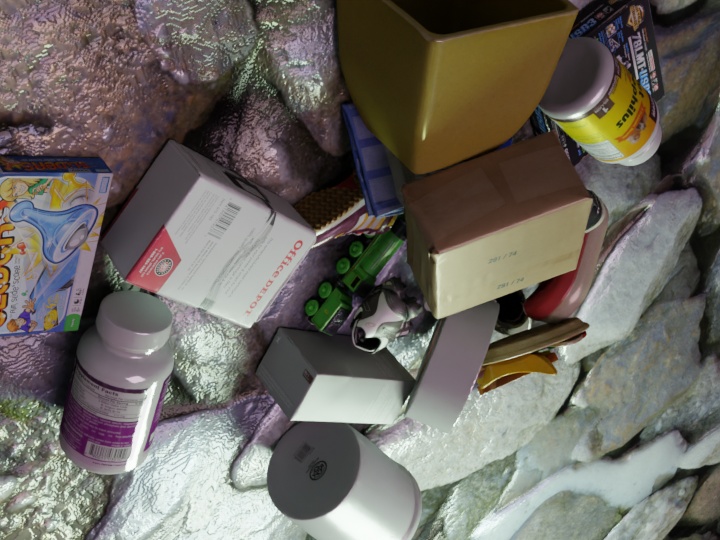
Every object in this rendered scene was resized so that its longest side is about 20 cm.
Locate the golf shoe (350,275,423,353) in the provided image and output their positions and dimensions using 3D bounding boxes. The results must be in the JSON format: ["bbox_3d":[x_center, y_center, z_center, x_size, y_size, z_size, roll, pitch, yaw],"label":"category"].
[{"bbox_3d":[0.021,0.066,1.400,0.094,0.078,0.200,-39,170,-11],"label":"golf shoe"}]

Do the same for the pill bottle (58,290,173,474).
[{"bbox_3d":[-0.279,0.128,1.216,0.112,0.112,0.201,-3,125,-38],"label":"pill bottle"}]

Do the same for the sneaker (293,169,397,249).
[{"bbox_3d":[-0.008,-0.067,1.306,0.199,0.075,0.090,-34,134,-11],"label":"sneaker"}]

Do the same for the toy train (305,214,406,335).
[{"bbox_3d":[0.000,0.000,1.382,0.200,0.056,0.042,-52,139,10],"label":"toy train"}]

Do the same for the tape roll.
[{"bbox_3d":[0.130,0.126,1.497,0.202,0.070,0.204,22,90,-87],"label":"tape roll"}]

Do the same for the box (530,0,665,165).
[{"bbox_3d":[0.318,-0.260,1.433,0.198,0.050,0.200,-39,139,-7],"label":"box"}]

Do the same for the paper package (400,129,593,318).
[{"bbox_3d":[0.156,-0.049,1.242,0.198,0.104,0.191,-21,153,-6],"label":"paper package"}]

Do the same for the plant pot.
[{"bbox_3d":[0.091,-0.226,1.164,0.193,0.196,0.201,-18,135,-27],"label":"plant pot"}]

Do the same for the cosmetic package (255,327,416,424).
[{"bbox_3d":[-0.032,0.147,1.443,0.199,0.107,0.091,8,118,-41],"label":"cosmetic package"}]

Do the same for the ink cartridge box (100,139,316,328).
[{"bbox_3d":[-0.168,-0.036,1.191,0.146,0.083,0.199,-53,140,9],"label":"ink cartridge box"}]

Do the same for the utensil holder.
[{"bbox_3d":[-0.023,0.327,1.555,0.170,0.170,0.200,-43,139,-1],"label":"utensil holder"}]

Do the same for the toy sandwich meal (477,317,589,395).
[{"bbox_3d":[0.253,0.130,1.564,0.203,0.071,0.205,-19,179,0],"label":"toy sandwich meal"}]

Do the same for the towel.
[{"bbox_3d":[0.080,-0.149,1.280,0.199,0.024,0.148,-14,89,-28],"label":"towel"}]

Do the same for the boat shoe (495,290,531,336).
[{"bbox_3d":[0.224,0.056,1.614,0.072,0.060,0.200,-42,140,-3],"label":"boat shoe"}]

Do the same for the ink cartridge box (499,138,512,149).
[{"bbox_3d":[0.142,-0.083,1.356,0.098,0.039,0.202,6,95,-9],"label":"ink cartridge box"}]

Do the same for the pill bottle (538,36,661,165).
[{"bbox_3d":[0.314,-0.209,1.354,0.199,0.109,0.110,27,104,-47],"label":"pill bottle"}]

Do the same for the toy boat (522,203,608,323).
[{"bbox_3d":[0.279,-0.025,1.553,0.131,0.130,0.202,95,12,-86],"label":"toy boat"}]

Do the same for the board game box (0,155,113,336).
[{"bbox_3d":[-0.345,-0.023,1.093,0.135,0.034,0.201,-4,126,-38],"label":"board game box"}]

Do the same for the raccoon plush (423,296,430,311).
[{"bbox_3d":[0.182,-0.017,1.415,0.097,0.133,0.201,41,56,-32],"label":"raccoon plush"}]

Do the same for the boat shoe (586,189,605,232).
[{"bbox_3d":[0.250,-0.047,1.482,0.199,0.072,0.067,-37,161,18],"label":"boat shoe"}]
